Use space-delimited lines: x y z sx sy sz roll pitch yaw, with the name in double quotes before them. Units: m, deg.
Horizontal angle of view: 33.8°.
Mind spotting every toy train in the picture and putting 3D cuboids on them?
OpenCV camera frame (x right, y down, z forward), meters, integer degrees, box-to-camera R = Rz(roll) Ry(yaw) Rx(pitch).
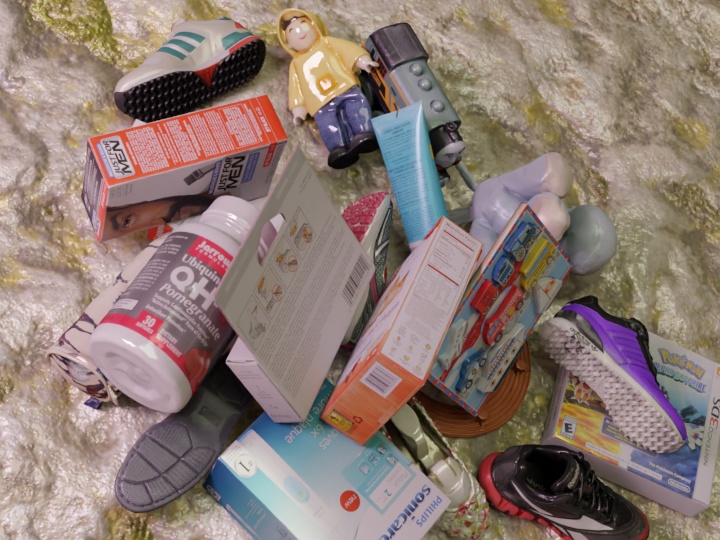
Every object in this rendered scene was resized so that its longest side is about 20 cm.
"toy train" 0.057 -0.195 1.412 0.084 0.114 0.202 -18 70 -26

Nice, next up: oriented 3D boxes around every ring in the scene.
"ring" 0.103 0.089 1.333 0.197 0.019 0.203 8 60 -14

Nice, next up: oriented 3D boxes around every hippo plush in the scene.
"hippo plush" 0.203 -0.030 1.375 0.160 0.199 0.162 30 72 -32

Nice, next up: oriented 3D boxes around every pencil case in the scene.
"pencil case" -0.224 0.045 1.207 0.089 0.078 0.201 36 58 4

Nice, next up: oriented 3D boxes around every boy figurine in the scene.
"boy figurine" -0.037 -0.227 1.400 0.064 0.123 0.203 1 65 -66

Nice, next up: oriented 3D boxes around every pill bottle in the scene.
"pill bottle" -0.162 0.027 1.139 0.110 0.111 0.201 33 59 1

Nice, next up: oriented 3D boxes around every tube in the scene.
"tube" 0.065 -0.082 1.329 0.050 0.077 0.203 -17 92 -53

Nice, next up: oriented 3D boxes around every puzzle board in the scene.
"puzzle board" 0.147 0.047 1.237 0.017 0.151 0.201 31 84 38

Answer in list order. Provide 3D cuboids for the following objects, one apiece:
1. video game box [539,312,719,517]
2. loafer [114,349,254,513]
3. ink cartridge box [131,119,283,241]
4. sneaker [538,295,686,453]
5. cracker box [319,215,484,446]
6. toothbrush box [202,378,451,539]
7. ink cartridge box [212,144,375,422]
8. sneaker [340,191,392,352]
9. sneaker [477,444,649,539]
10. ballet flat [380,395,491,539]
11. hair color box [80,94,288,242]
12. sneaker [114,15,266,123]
"video game box" 0.318 0.157 1.355 0.197 0.047 0.184 24 56 -5
"loafer" -0.168 0.165 1.178 0.072 0.063 0.200 40 62 2
"ink cartridge box" -0.181 -0.073 1.303 0.198 0.050 0.110 26 58 -3
"sneaker" 0.298 0.104 1.310 0.200 0.070 0.099 47 57 9
"cracker box" 0.042 0.058 1.176 0.057 0.134 0.201 33 47 -5
"toothbrush box" -0.034 0.222 1.175 0.200 0.085 0.146 45 57 6
"ink cartridge box" -0.072 0.013 1.142 0.177 0.044 0.202 57 44 -35
"sneaker" 0.000 0.000 1.319 0.074 0.080 0.202 37 53 -31
"sneaker" 0.225 0.239 1.249 0.198 0.098 0.072 25 56 -6
"ballet flat" 0.065 0.195 1.235 0.075 0.064 0.201 -37 78 -15
"hair color box" -0.183 -0.105 1.224 0.197 0.111 0.065 -17 68 -25
"sneaker" -0.211 -0.242 1.382 0.198 0.071 0.093 -29 57 -27
